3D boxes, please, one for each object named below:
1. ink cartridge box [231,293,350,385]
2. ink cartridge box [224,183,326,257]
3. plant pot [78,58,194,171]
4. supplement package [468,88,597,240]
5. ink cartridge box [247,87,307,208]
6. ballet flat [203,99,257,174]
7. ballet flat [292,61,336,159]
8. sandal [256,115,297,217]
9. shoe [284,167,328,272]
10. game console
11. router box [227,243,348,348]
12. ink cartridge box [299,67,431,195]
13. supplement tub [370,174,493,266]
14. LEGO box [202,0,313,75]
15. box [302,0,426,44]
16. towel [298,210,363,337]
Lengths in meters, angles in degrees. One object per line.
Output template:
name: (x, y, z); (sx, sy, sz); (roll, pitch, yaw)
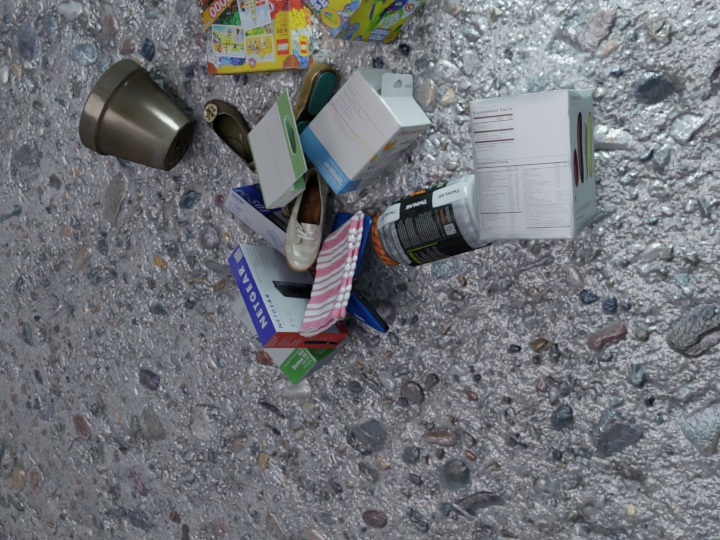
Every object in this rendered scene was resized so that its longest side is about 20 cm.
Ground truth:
ink cartridge box: (-0.135, 0.102, 1.394); (0.200, 0.146, 0.083); (48, 119, 9)
ink cartridge box: (-0.163, -0.092, 1.389); (0.199, 0.094, 0.045); (38, 118, 15)
plant pot: (-0.441, -0.299, 1.454); (0.172, 0.200, 0.202); (29, 116, 1)
supplement package: (0.266, -0.163, 1.072); (0.145, 0.191, 0.204); (0, 104, 28)
ink cartridge box: (-0.130, -0.207, 1.234); (0.199, 0.047, 0.148); (-26, 77, 58)
ballet flat: (-0.250, -0.266, 1.420); (0.200, 0.046, 0.067); (49, 120, 10)
ballet flat: (-0.099, -0.293, 1.330); (0.063, 0.068, 0.202); (50, 122, 41)
sandal: (-0.167, -0.196, 1.372); (0.053, 0.080, 0.203); (-20, 87, 19)
shoe: (-0.100, -0.096, 1.311); (0.069, 0.054, 0.203); (8, 66, 2)
game console: (0.000, 0.000, 1.296); (0.118, 0.200, 0.171); (-44, 108, -9)
router box: (-0.135, 0.050, 1.325); (0.049, 0.178, 0.202); (-46, 57, 30)
ink cartridge box: (0.014, -0.249, 1.228); (0.200, 0.128, 0.126); (-41, 82, 31)
supplement tub: (0.123, -0.078, 1.215); (0.198, 0.122, 0.124); (-16, 95, 31)
LEGO box: (-0.190, -0.446, 1.322); (0.197, 0.077, 0.152); (4, 105, 28)
box: (0.028, -0.474, 1.120); (0.122, 0.199, 0.193); (50, 120, 9)
towel: (-0.049, 0.006, 1.220); (0.146, 0.030, 0.203); (-32, 42, 58)
